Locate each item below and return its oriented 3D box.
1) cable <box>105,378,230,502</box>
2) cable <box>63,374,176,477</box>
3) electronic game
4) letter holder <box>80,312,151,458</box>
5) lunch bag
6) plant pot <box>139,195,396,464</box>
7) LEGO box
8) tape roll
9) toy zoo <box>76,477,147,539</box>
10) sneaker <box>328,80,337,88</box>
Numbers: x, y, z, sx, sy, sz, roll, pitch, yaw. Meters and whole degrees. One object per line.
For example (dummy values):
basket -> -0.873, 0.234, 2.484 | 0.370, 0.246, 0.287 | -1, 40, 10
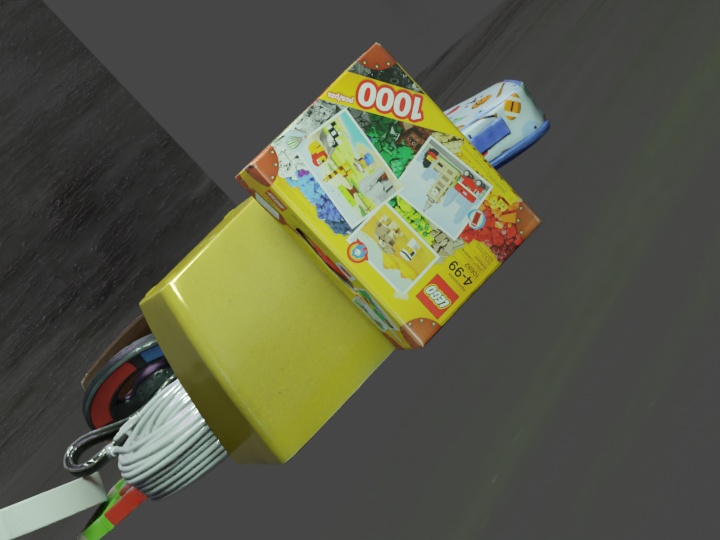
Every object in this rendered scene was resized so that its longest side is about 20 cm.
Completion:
cable -> -0.161, 0.150, 1.605 | 0.200, 0.069, 0.200 | -43, 12, -9
cable -> -0.243, 0.163, 1.748 | 0.199, 0.098, 0.050 | -15, -31, 9
electronic game -> -0.223, 0.132, 1.813 | 0.199, 0.042, 0.200 | -21, -33, -14
letter holder -> -0.243, 0.128, 1.943 | 0.200, 0.142, 0.101 | -43, 7, 6
lunch bag -> 0.101, -0.123, 1.670 | 0.200, 0.076, 0.160 | -35, 11, 1
plant pot -> -0.082, 0.040, 1.407 | 0.200, 0.176, 0.200 | -45, 7, -17
LEGO box -> 0.022, -0.058, 1.287 | 0.149, 0.200, 0.077 | -46, 7, -13
tape roll -> -0.387, 0.282, 1.797 | 0.202, 0.037, 0.203 | -22, -3, -1
toy zoo -> -0.234, 0.227, 1.804 | 0.200, 0.020, 0.131 | -41, 8, 20
sneaker -> 0.046, -0.175, 1.841 | 0.201, 0.147, 0.077 | -14, -16, -18
